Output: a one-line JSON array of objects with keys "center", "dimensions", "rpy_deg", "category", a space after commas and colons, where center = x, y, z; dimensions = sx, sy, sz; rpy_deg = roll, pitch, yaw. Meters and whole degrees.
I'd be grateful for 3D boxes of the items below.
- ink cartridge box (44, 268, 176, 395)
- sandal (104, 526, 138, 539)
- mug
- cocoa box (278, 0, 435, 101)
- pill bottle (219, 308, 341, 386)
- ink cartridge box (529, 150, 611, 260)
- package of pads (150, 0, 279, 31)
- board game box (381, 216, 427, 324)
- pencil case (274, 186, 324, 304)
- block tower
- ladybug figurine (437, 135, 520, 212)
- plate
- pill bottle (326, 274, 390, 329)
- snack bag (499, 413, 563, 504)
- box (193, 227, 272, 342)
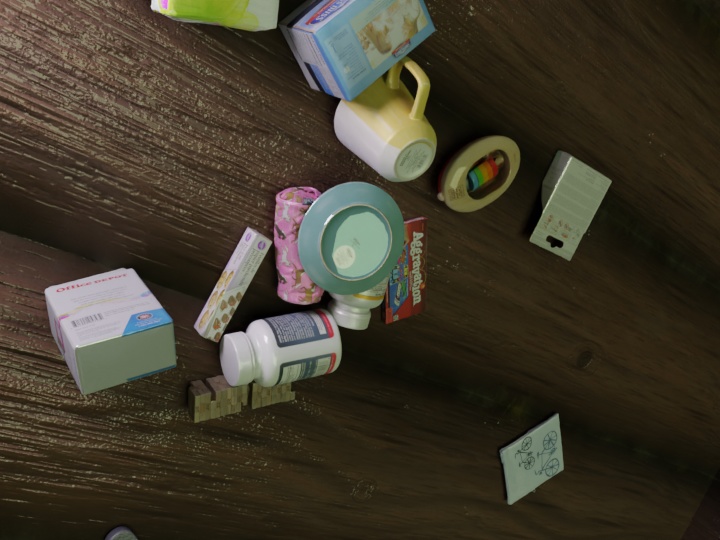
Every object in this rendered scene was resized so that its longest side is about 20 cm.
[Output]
[{"center": [-0.379, 0.085, 1.234], "dimensions": [0.143, 0.200, 0.086], "rpy_deg": [-15, 122, -27], "category": "ink cartridge box"}, {"center": [-0.411, 0.552, 1.517], "dimensions": [0.076, 0.043, 0.203], "rpy_deg": [-30, 114, -28], "category": "sandal"}, {"center": [0.050, -0.242, 1.380], "dimensions": [0.148, 0.154, 0.188], "rpy_deg": [-29, 143, -10], "category": "mug"}, {"center": [-0.005, -0.393, 1.325], "dimensions": [0.200, 0.131, 0.134], "rpy_deg": [-41, 127, -12], "category": "cocoa box"}, {"center": [-0.144, 0.142, 1.466], "dimensions": [0.197, 0.119, 0.121], "rpy_deg": [-8, 114, -31], "category": "pill bottle"}, {"center": [0.449, -0.140, 1.798], "dimensions": [0.160, 0.050, 0.202], "rpy_deg": [20, 102, -38], "category": "ink cartridge box"}, {"center": [-0.204, -0.436, 1.196], "dimensions": [0.198, 0.068, 0.157], "rpy_deg": [-8, 115, -42], "category": "package of pads"}, {"center": [0.087, 0.000, 1.626], "dimensions": [0.102, 0.019, 0.203], "rpy_deg": [-16, 118, -29], "category": "board game box"}, {"center": [-0.105, -0.041, 1.439], "dimensions": [0.082, 0.086, 0.203], "rpy_deg": [-22, 123, -45], "category": "pencil case"}, {"center": [-0.217, 0.219, 1.491], "dimensions": [0.198, 0.054, 0.059], "rpy_deg": [-7, 114, -32], "category": "block tower"}, {"center": [0.223, -0.193, 1.602], "dimensions": [0.198, 0.072, 0.137], "rpy_deg": [-29, 124, -22], "category": "ladybug figurine"}, {"center": [-0.011, -0.050, 1.409], "dimensions": [0.197, 0.026, 0.203], "rpy_deg": [-7, 111, -20], "category": "plate"}, {"center": [0.000, 0.000, 1.508], "dimensions": [0.111, 0.112, 0.203], "rpy_deg": [6, 106, -35], "category": "pill bottle"}, {"center": [0.431, 0.477, 2.061], "dimensions": [0.198, 0.021, 0.191], "rpy_deg": [-27, 122, -23], "category": "snack bag"}, {"center": [-0.221, 0.025, 1.415], "dimensions": [0.038, 0.041, 0.202], "rpy_deg": [27, 94, -38], "category": "box"}]
